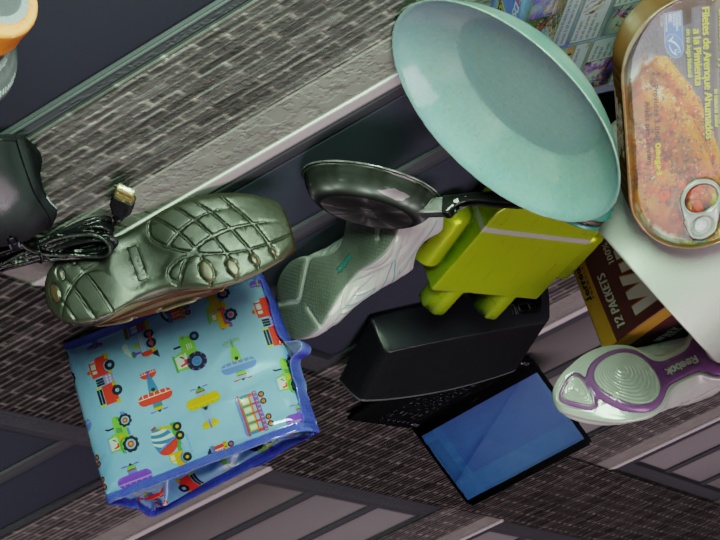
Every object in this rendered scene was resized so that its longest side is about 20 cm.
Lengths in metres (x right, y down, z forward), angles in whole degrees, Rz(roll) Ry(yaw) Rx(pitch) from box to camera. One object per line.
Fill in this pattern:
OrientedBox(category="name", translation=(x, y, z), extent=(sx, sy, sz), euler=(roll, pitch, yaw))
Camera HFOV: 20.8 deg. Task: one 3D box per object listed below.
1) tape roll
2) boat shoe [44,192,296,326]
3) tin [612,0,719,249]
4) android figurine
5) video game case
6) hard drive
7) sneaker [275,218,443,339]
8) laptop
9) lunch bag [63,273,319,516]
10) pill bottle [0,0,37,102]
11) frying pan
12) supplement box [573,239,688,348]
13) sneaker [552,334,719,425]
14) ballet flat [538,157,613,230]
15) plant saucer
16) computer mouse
OrientedBox(category="tape roll", translation=(0.270, -0.047, 1.566), extent=(0.139, 0.203, 0.203), euler=(-41, 155, 8))
OrientedBox(category="boat shoe", translation=(-0.149, -0.006, 1.547), extent=(0.198, 0.076, 0.074), euler=(-15, 168, -1))
OrientedBox(category="tin", translation=(0.238, -0.111, 1.404), extent=(0.111, 0.042, 0.202), euler=(-9, 120, -2))
OrientedBox(category="android figurine", translation=(0.136, -0.029, 1.733), extent=(0.181, 0.041, 0.200), euler=(4, 140, -31))
OrientedBox(category="video game case", translation=(0.180, -0.192, 1.412), extent=(0.180, 0.046, 0.200), euler=(-16, 158, -14))
OrientedBox(category="hard drive", translation=(0.088, 0.076, 1.964), extent=(0.198, 0.043, 0.135), euler=(-10, 151, -24))
OrientedBox(category="sneaker", translation=(0.000, 0.000, 1.682), extent=(0.080, 0.071, 0.200), euler=(-2, 152, -43))
OrientedBox(category="laptop", translation=(0.120, 0.173, 2.147), extent=(0.177, 0.104, 0.199), euler=(-32, 156, 27))
OrientedBox(category="lunch bag", translation=(-0.135, 0.100, 1.690), extent=(0.199, 0.152, 0.094), euler=(-25, 158, 14))
OrientedBox(category="pill bottle", translation=(-0.269, -0.111, 1.136), extent=(0.106, 0.107, 0.200), euler=(5, 147, -47))
OrientedBox(category="frying pan", translation=(0.043, -0.050, 1.545), extent=(0.188, 0.031, 0.115), euler=(14, 165, -3))
OrientedBox(category="supplement box", translation=(0.327, -0.031, 1.800), extent=(0.199, 0.134, 0.197), euler=(-2, 152, -39))
OrientedBox(category="sneaker", translation=(0.265, 0.107, 1.789), extent=(0.198, 0.075, 0.100), euler=(-13, 158, -16))
OrientedBox(category="ballet flat", translation=(0.145, -0.094, 1.506), extent=(0.067, 0.200, 0.071), euler=(14, 105, -25))
OrientedBox(category="plant saucer", translation=(0.110, -0.121, 1.376), extent=(0.039, 0.200, 0.201), euler=(-47, 169, -23))
OrientedBox(category="computer mouse", translation=(-0.227, -0.040, 1.421), extent=(0.139, 0.046, 0.200), euler=(-13, 157, -13))
